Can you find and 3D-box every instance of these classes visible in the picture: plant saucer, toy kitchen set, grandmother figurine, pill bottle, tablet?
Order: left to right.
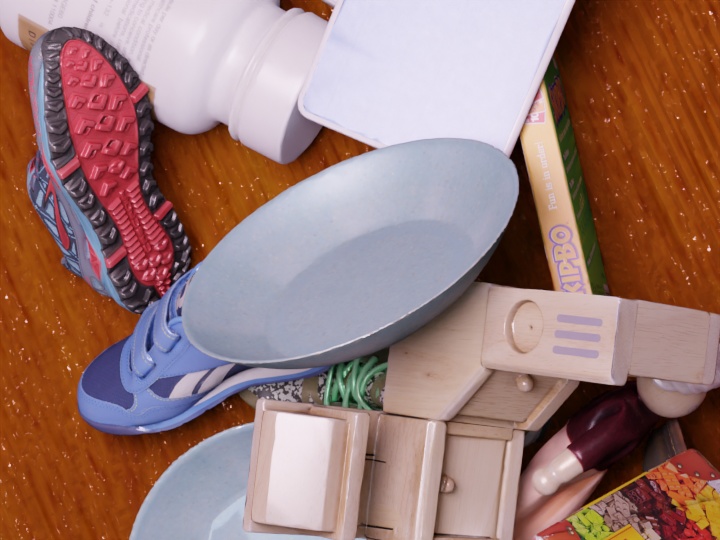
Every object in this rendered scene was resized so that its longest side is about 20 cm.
[{"bbox_3d":[-0.111,-0.149,1.384,0.199,0.114,0.115,29,93,12],"label":"pill bottle"},{"bbox_3d":[-0.042,0.190,1.379,0.200,0.039,0.202,0,93,9],"label":"plant saucer"},{"bbox_3d":[0.000,0.000,1.231,0.200,0.201,0.039,-22,118,10],"label":"plant saucer"},{"bbox_3d":[0.057,-0.159,1.302,0.130,0.014,0.201,24,94,12],"label":"tablet"},{"bbox_3d":[0.058,0.106,1.191,0.180,0.163,0.201,4,87,50],"label":"toy kitchen set"},{"bbox_3d":[0.136,0.101,1.317,0.061,0.121,0.200,43,117,-6],"label":"grandmother figurine"}]

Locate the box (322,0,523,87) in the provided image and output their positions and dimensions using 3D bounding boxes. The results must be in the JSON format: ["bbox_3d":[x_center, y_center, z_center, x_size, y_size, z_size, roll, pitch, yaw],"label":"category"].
[{"bbox_3d":[0.024,-0.206,1.367,0.199,0.097,0.125,33,94,11],"label":"box"}]

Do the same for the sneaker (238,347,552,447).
[{"bbox_3d":[0.015,0.066,1.360,0.199,0.089,0.077,5,89,12],"label":"sneaker"}]

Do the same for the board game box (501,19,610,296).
[{"bbox_3d":[0.118,-0.047,1.340,0.030,0.096,0.201,-11,85,12],"label":"board game box"}]

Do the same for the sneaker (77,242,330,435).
[{"bbox_3d":[-0.098,0.036,1.359,0.199,0.082,0.074,-23,42,26],"label":"sneaker"}]

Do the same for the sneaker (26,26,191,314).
[{"bbox_3d":[-0.175,-0.061,1.371,0.095,0.079,0.201,19,136,35],"label":"sneaker"}]

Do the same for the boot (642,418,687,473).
[{"bbox_3d":[0.158,0.190,1.332,0.096,0.075,0.201,-5,88,9],"label":"boot"}]

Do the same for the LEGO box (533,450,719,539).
[{"bbox_3d":[0.115,0.205,1.191,0.077,0.149,0.200,45,129,20],"label":"LEGO box"}]
